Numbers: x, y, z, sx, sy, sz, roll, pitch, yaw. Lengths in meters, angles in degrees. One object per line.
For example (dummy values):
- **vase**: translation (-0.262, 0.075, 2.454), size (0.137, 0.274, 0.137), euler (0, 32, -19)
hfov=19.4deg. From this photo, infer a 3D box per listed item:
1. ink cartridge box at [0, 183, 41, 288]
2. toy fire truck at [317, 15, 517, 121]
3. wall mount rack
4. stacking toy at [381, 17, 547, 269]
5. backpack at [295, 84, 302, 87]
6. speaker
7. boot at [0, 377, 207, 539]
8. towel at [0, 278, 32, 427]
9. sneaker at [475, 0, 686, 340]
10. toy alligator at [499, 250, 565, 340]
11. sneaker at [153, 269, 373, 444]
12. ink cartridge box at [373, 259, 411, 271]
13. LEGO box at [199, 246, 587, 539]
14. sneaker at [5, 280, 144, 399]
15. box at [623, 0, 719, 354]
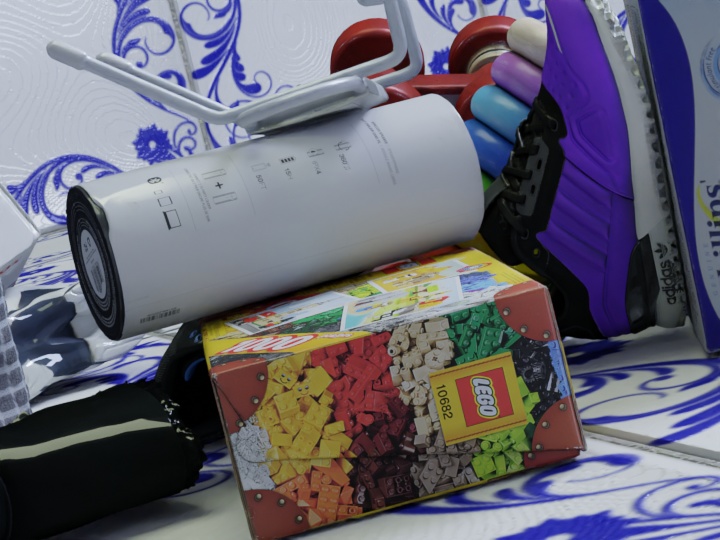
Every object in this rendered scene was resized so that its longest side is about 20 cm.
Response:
- **ink cartridge box**: translation (-0.331, 0.015, 1.557), size (0.146, 0.086, 0.200), euler (-38, -5, -26)
- **toy fire truck**: translation (0.056, -0.076, 1.446), size (0.199, 0.168, 0.112), euler (-1, 32, 0)
- **wall mount rack**: translation (-0.058, -0.104, 1.086), size (0.173, 0.075, 0.200), euler (-16, 0, 6)
- **stacking toy**: translation (0.069, -0.037, 1.170), size (0.200, 0.085, 0.085), euler (-57, 5, 4)
- **backpack**: translation (-0.014, -0.049, 1.603), size (0.126, 0.168, 0.200), euler (5, 0, -11)
- **speaker**: translation (-0.040, -0.029, 1.051), size (0.199, 0.082, 0.081), euler (-16, 7, -21)
- **boot**: translation (-0.148, 0.100, 0.949), size (0.162, 0.074, 0.198), euler (-14, 5, -24)
- **towel**: translation (-0.285, 0.057, 1.168), size (0.200, 0.166, 0.085), euler (-19, 14, -36)
- **sneaker**: translation (0.102, -0.048, 1.072), size (0.099, 0.201, 0.070), euler (-13, 24, 5)
- **toy alligator**: translation (0.099, 0.021, 1.155), size (0.200, 0.059, 0.054), euler (-19, 48, -33)
- **sneaker**: translation (-0.044, 0.016, 1.128), size (0.200, 0.073, 0.112), euler (-55, 4, 16)
- **ink cartridge box**: translation (0.000, 0.000, 1.238), size (0.199, 0.116, 0.068), euler (-15, 7, -3)
- **LEGO box**: translation (0.007, 0.051, 0.974), size (0.148, 0.077, 0.200), euler (-15, 7, -5)
- **sneaker**: translation (-0.260, 0.058, 1.490), size (0.199, 0.080, 0.130), euler (-26, 3, -26)
- **box**: translation (0.207, -0.071, 1.109), size (0.105, 0.185, 0.200), euler (-12, 8, 7)
